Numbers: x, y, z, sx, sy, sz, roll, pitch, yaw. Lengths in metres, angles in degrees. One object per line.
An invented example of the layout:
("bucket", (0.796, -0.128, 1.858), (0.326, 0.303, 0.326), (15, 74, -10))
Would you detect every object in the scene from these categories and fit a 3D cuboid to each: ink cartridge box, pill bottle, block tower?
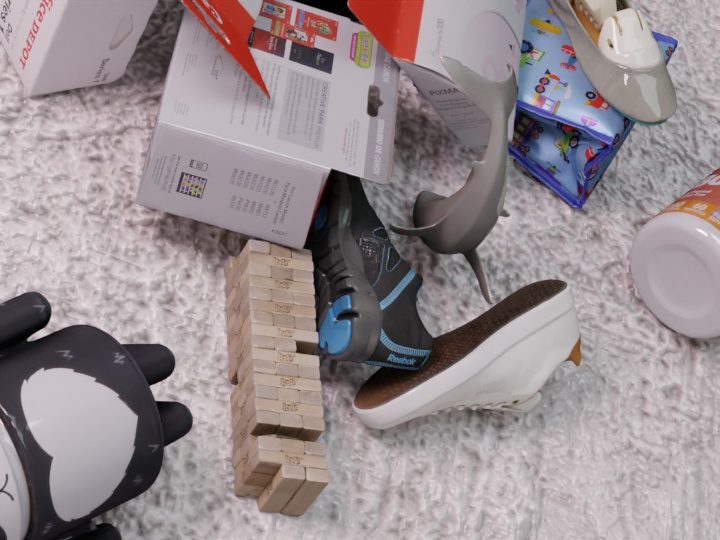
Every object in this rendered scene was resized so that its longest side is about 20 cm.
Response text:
("ink cartridge box", (-0.065, -0.118, 1.430), (0.174, 0.084, 0.201), (16, 40, -7))
("ink cartridge box", (-0.116, -0.242, 1.360), (0.163, 0.057, 0.201), (46, 10, -49))
("pill bottle", (0.325, -0.034, 1.593), (0.112, 0.112, 0.200), (48, 50, 10))
("block tower", (-0.062, 0.071, 1.360), (0.054, 0.058, 0.201), (9, 54, -22))
("ink cartridge box", (-0.240, -0.256, 1.430), (0.084, 0.146, 0.201), (-16, 67, -33))
("ink cartridge box", (0.068, -0.216, 1.490), (0.200, 0.057, 0.164), (49, 42, -50))

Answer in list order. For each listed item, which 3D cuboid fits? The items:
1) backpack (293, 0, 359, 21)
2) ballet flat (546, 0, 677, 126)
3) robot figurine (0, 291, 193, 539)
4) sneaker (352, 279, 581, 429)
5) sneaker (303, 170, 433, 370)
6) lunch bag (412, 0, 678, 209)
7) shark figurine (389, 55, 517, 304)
("backpack", (-0.014, -0.297, 1.587), (0.198, 0.127, 0.168), (11, 52, -21))
("ballet flat", (0.206, -0.204, 1.566), (0.067, 0.064, 0.201), (-12, 49, -17))
("robot figurine", (-0.206, 0.109, 1.214), (0.199, 0.125, 0.151), (-23, 63, -37))
("sneaker", (0.089, 0.086, 1.420), (0.199, 0.073, 0.085), (-26, 111, -21))
("sneaker", (0.000, 0.000, 1.424), (0.081, 0.073, 0.201), (18, 40, -27))
("lunch bag", (0.147, -0.174, 1.622), (0.199, 0.094, 0.151), (31, 52, 7))
("shark figurine", (0.066, -0.056, 1.414), (0.089, 0.215, 0.129), (-4, 61, -17))
